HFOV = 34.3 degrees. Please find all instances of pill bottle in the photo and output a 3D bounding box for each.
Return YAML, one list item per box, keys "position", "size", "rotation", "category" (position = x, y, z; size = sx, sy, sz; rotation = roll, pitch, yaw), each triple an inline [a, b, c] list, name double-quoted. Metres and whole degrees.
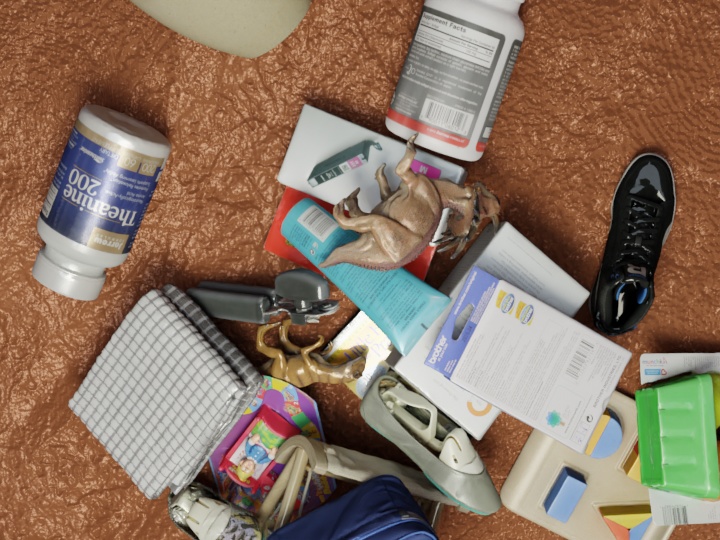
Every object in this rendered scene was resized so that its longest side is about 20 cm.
- position: [-0.300, -0.074, 1.322]
  size: [0.110, 0.111, 0.203]
  rotation: [25, 102, 0]
  category: "pill bottle"
- position: [0.109, -0.230, 1.250]
  size: [0.114, 0.116, 0.203]
  rotation: [20, 102, 2]
  category: "pill bottle"

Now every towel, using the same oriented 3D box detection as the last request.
- position: [-0.219, 0.140, 1.333]
  size: [0.166, 0.085, 0.201]
  rotation: [44, 116, 13]
  category: "towel"

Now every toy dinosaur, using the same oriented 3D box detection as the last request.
- position: [0.052, -0.047, 1.216]
  size: [0.199, 0.086, 0.136]
  rotation: [-41, 92, -4]
  category: "toy dinosaur"
- position: [-0.093, 0.113, 1.346]
  size: [0.197, 0.060, 0.108]
  rotation: [-12, 90, 25]
  category: "toy dinosaur"

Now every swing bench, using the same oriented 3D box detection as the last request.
- position: [-0.013, 0.293, 1.325]
  size: [0.196, 0.130, 0.203]
  rotation: [20, 102, -22]
  category: "swing bench"

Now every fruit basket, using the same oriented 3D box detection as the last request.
- position: [0.405, 0.185, 1.302]
  size: [0.196, 0.094, 0.189]
  rotation: [0, 81, -18]
  category: "fruit basket"

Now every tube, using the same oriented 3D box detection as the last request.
- position: [0.000, 0.000, 1.259]
  size: [0.199, 0.050, 0.078]
  rotation: [40, 93, 18]
  category: "tube"

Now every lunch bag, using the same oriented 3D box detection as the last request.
- position: [-0.005, 0.323, 1.195]
  size: [0.198, 0.132, 0.137]
  rotation: [-28, 114, -8]
  category: "lunch bag"

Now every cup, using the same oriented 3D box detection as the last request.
- position: [-0.133, -0.313, 1.238]
  size: [0.199, 0.201, 0.143]
  rotation: [-39, 122, 11]
  category: "cup"

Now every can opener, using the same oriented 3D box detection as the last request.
- position: [-0.111, 0.028, 1.321]
  size: [0.197, 0.052, 0.068]
  rotation: [1, 105, 30]
  category: "can opener"

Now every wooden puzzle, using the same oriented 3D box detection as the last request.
- position: [0.287, 0.240, 1.356]
  size: [0.198, 0.046, 0.187]
  rotation: [27, 102, 0]
  category: "wooden puzzle"

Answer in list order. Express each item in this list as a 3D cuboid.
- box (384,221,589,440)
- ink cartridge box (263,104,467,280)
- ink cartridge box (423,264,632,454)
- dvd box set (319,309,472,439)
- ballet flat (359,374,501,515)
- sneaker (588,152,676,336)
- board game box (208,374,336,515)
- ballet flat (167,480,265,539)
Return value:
- position: [0.137, 0.063, 1.288]
  size: [0.124, 0.097, 0.201]
  rotation: [39, 87, -5]
  category: "box"
- position: [-0.002, -0.069, 1.310]
  size: [0.197, 0.044, 0.176]
  rotation: [23, 97, 10]
  category: "ink cartridge box"
- position: [0.173, 0.092, 1.223]
  size: [0.198, 0.042, 0.121]
  rotation: [29, 88, -10]
  category: "ink cartridge box"
- position: [0.068, 0.116, 1.363]
  size: [0.200, 0.029, 0.146]
  rotation: [44, 102, -4]
  category: "dvd box set"
- position: [0.082, 0.190, 1.296]
  size: [0.199, 0.067, 0.064]
  rotation: [37, 123, 21]
  category: "ballet flat"
- position: [0.305, -0.023, 1.271]
  size: [0.072, 0.112, 0.204]
  rotation: [13, 102, 2]
  category: "sneaker"
- position: [-0.117, 0.217, 1.363]
  size: [0.155, 0.039, 0.203]
  rotation: [-4, 116, 17]
  category: "board game box"
- position: [-0.177, 0.286, 1.336]
  size: [0.071, 0.199, 0.074]
  rotation: [-2, 95, -28]
  category: "ballet flat"
